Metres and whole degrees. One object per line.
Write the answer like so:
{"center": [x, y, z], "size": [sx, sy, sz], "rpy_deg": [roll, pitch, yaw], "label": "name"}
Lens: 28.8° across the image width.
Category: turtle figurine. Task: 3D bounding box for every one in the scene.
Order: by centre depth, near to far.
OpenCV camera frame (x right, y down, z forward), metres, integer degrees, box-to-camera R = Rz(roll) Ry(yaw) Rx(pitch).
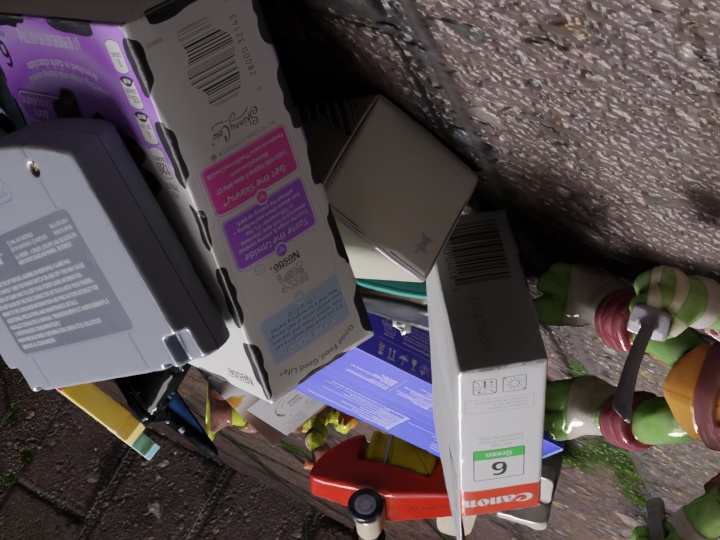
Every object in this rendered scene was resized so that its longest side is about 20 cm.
{"center": [0.135, 0.067, 0.680], "size": [0.144, 0.200, 0.194], "rpy_deg": [53, 165, -24], "label": "turtle figurine"}
{"center": [-0.068, 0.142, 1.352], "size": [0.160, 0.065, 0.200], "rpy_deg": [4, -150, -9], "label": "turtle figurine"}

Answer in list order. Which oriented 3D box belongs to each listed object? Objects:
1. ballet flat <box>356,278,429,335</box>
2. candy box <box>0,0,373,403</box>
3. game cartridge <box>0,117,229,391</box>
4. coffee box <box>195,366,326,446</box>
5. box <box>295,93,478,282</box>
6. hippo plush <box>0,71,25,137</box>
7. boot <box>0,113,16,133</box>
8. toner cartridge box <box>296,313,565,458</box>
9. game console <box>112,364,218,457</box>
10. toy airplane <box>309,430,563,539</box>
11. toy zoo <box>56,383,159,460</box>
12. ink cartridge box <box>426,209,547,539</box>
{"center": [0.000, 0.000, 0.899], "size": [0.199, 0.073, 0.073], "rpy_deg": [16, 161, 36], "label": "ballet flat"}
{"center": [-0.095, -0.050, 0.713], "size": [0.167, 0.071, 0.201], "rpy_deg": [16, 133, 52], "label": "candy box"}
{"center": [-0.153, -0.007, 0.714], "size": [0.200, 0.040, 0.134], "rpy_deg": [-12, 113, 53], "label": "game cartridge"}
{"center": [-0.104, 0.066, 1.233], "size": [0.114, 0.080, 0.200], "rpy_deg": [50, 176, 27], "label": "coffee box"}
{"center": [-0.028, -0.044, 0.794], "size": [0.082, 0.069, 0.200], "rpy_deg": [37, 164, -27], "label": "box"}
{"center": [-0.229, -0.135, 0.810], "size": [0.161, 0.159, 0.201], "rpy_deg": [95, 157, -56], "label": "hippo plush"}
{"center": [-0.272, -0.064, 0.920], "size": [0.199, 0.139, 0.078], "rpy_deg": [2, 133, -4], "label": "boot"}
{"center": [0.051, 0.092, 1.057], "size": [0.199, 0.043, 0.095], "rpy_deg": [28, 146, -23], "label": "toner cartridge box"}
{"center": [-0.165, 0.025, 1.111], "size": [0.116, 0.176, 0.200], "rpy_deg": [-1, -138, -48], "label": "game console"}
{"center": [0.080, 0.166, 1.232], "size": [0.199, 0.142, 0.200], "rpy_deg": [26, 133, -34], "label": "toy airplane"}
{"center": [-0.236, 0.080, 1.091], "size": [0.200, 0.020, 0.131], "rpy_deg": [39, 169, -10], "label": "toy zoo"}
{"center": [0.071, 0.074, 0.800], "size": [0.050, 0.109, 0.200], "rpy_deg": [-8, 137, -1], "label": "ink cartridge box"}
